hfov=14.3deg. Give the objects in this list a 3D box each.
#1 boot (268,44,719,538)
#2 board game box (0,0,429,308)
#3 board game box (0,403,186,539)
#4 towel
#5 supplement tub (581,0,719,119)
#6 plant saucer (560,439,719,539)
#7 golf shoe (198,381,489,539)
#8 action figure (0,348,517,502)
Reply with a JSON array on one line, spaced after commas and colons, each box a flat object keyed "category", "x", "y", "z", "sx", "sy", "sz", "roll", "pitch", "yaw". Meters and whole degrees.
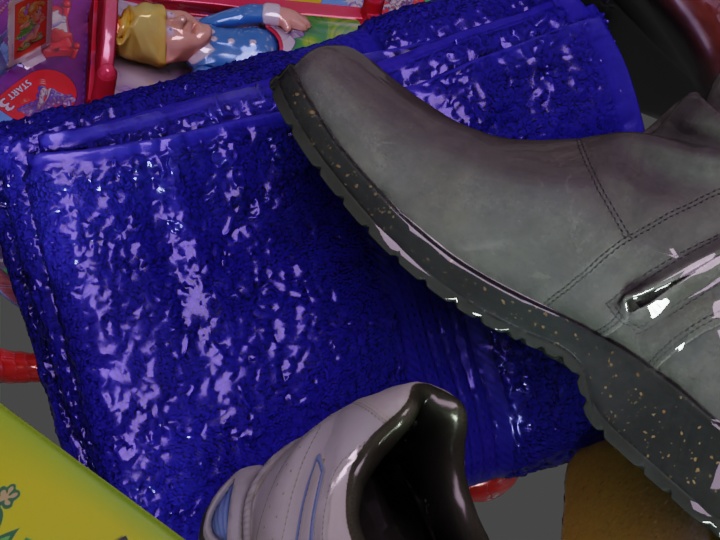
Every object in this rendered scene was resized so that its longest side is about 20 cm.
[{"category": "boot", "x": 0.082, "y": -0.029, "z": 0.777, "sx": 0.200, "sy": 0.068, "sz": 0.131, "roll": 40, "pitch": 98, "yaw": 17}, {"category": "board game box", "x": -0.044, "y": -0.062, "z": 0.899, "sx": 0.158, "sy": 0.039, "sz": 0.200, "roll": 43, "pitch": 59, "yaw": 17}, {"category": "board game box", "x": -0.077, "y": 0.110, "z": 0.738, "sx": 0.102, "sy": 0.048, "sz": 0.200, "roll": -50, "pitch": 44, "yaw": -10}, {"category": "towel", "x": 0.000, "y": 0.000, "z": 0.850, "sx": 0.199, "sy": 0.050, "sz": 0.149, "roll": -17, "pitch": 85, "yaw": -20}, {"category": "supplement tub", "x": 0.136, "y": -0.151, "z": 0.936, "sx": 0.107, "sy": 0.107, "sz": 0.200, "roll": 39, "pitch": 74, "yaw": 8}, {"category": "plant saucer", "x": 0.153, "y": 0.120, "z": 0.778, "sx": 0.199, "sy": 0.049, "sz": 0.201, "roll": 16, "pitch": 37, "yaw": -5}, {"category": "golf shoe", "x": 0.011, "y": 0.121, "z": 0.739, "sx": 0.078, "sy": 0.097, "sz": 0.201, "roll": 8, "pitch": 51, "yaw": -34}, {"category": "action figure", "x": -0.019, "y": 0.045, "z": 0.891, "sx": 0.199, "sy": 0.052, "sz": 0.066, "roll": -1, "pitch": 77, "yaw": -10}]
